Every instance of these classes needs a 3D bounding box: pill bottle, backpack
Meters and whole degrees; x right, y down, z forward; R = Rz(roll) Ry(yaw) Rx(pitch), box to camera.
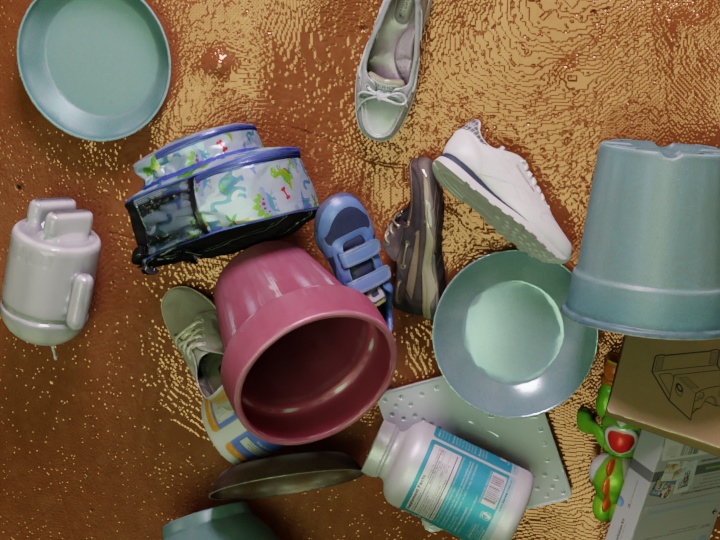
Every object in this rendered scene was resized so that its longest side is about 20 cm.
[{"bbox_3d":[0.104,0.258,1.638,0.199,0.111,0.111,26,111,3],"label":"pill bottle"},{"bbox_3d":[-0.161,-0.094,1.569,0.199,0.183,0.148,-15,92,18],"label":"backpack"},{"bbox_3d":[-0.093,0.154,1.673,0.199,0.112,0.112,-33,98,19],"label":"pill bottle"}]

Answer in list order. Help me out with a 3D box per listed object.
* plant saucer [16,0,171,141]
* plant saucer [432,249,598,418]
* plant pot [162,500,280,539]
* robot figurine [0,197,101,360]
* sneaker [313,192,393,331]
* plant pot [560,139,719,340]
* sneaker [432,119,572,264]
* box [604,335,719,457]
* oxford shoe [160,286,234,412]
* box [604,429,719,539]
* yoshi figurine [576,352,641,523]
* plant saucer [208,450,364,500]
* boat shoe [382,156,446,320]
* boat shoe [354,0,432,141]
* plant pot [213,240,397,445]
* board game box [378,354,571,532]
[{"bbox_3d":[-0.321,-0.260,1.628,0.198,0.036,0.202,3,108,10],"label":"plant saucer"},{"bbox_3d":[0.185,0.076,1.609,0.199,0.039,0.203,0,91,1],"label":"plant saucer"},{"bbox_3d":[-0.186,0.382,1.739,0.199,0.200,0.135,-21,75,17],"label":"plant pot"},{"bbox_3d":[-0.394,0.010,1.689,0.169,0.112,0.201,33,117,42],"label":"robot figurine"},{"bbox_3d":[0.000,0.000,1.596,0.074,0.082,0.201,-25,122,-17],"label":"sneaker"},{"bbox_3d":[0.331,-0.041,1.488,0.198,0.200,0.198,6,100,10],"label":"plant pot"},{"bbox_3d":[0.180,-0.088,1.556,0.200,0.076,0.081,42,72,-7],"label":"sneaker"},{"bbox_3d":[0.394,0.135,1.544,0.199,0.164,0.021,20,141,5],"label":"box"},{"bbox_3d":[-0.197,0.091,1.657,0.075,0.058,0.200,-44,56,14],"label":"oxford shoe"},{"bbox_3d":[0.376,0.269,1.599,0.041,0.155,0.202,35,120,48],"label":"box"},{"bbox_3d":[0.324,0.206,1.626,0.111,0.112,0.202,6,98,-26],"label":"yoshi figurine"},{"bbox_3d":[-0.094,0.257,1.679,0.199,0.200,0.032,-12,75,15],"label":"plant saucer"},{"bbox_3d":[0.061,-0.036,1.599,0.073,0.075,0.202,1,107,12],"label":"boat shoe"},{"bbox_3d":[0.035,-0.245,1.541,0.074,0.065,0.203,19,111,5],"label":"boat shoe"},{"bbox_3d":[-0.082,0.069,1.534,0.199,0.179,0.201,-17,134,-18],"label":"plant pot"},{"bbox_3d":[0.145,0.218,1.689,0.199,0.026,0.201,-17,103,16],"label":"board game box"}]
